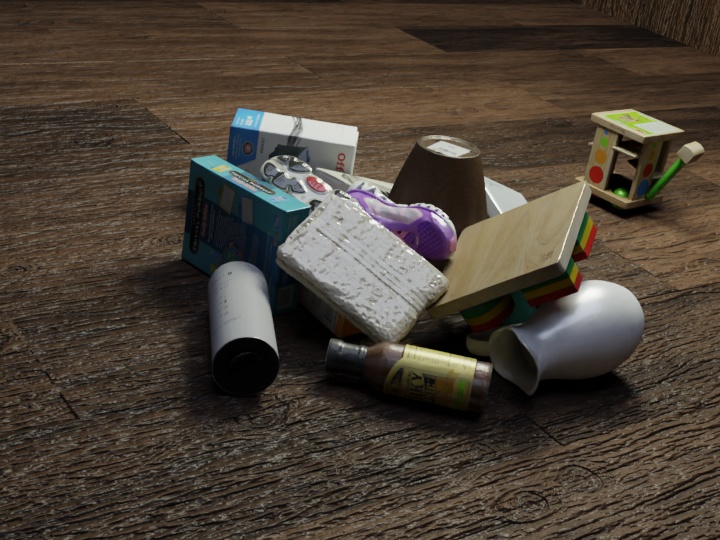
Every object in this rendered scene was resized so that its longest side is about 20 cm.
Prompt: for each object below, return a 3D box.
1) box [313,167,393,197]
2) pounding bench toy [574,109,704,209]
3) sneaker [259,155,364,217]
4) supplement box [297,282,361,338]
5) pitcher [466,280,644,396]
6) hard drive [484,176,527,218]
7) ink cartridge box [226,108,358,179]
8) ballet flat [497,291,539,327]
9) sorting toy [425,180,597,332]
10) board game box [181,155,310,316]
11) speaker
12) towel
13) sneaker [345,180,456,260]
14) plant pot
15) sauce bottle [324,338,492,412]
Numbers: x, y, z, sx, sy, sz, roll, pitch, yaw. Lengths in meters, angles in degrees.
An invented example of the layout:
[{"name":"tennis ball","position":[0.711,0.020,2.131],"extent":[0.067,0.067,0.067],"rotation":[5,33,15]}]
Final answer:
[{"name":"box","position":[0.011,-0.103,1.715],"extent":[0.082,0.069,0.199],"rotation":[29,15,37]},{"name":"pounding bench toy","position":[0.515,-0.184,2.021],"extent":[0.123,0.157,0.199],"rotation":[-12,32,-40]},{"name":"sneaker","position":[-0.059,-0.075,1.508],"extent":[0.080,0.084,0.200],"rotation":[-32,63,-27]},{"name":"supplement box","position":[-0.029,0.007,1.526],"extent":[0.125,0.074,0.200],"rotation":[-9,32,-35]},{"name":"pitcher","position":[0.252,0.081,1.441],"extent":[0.198,0.122,0.171],"rotation":[-19,20,-27]},{"name":"hard drive","position":[0.249,-0.053,1.672],"extent":[0.131,0.027,0.201],"rotation":[18,35,-47]},{"name":"ink cartridge box","position":[-0.112,-0.163,1.765],"extent":[0.198,0.148,0.086],"rotation":[9,26,-1]},{"name":"ballet flat","position":[0.247,0.049,1.554],"extent":[0.198,0.070,0.070],"rotation":[2,25,2]},{"name":"sorting toy","position":[0.207,-0.008,1.447],"extent":[0.198,0.070,0.200],"rotation":[-22,23,34]},{"name":"board game box","position":[-0.160,-0.051,1.508],"extent":[0.199,0.152,0.047],"rotation":[30,31,36]},{"name":"speaker","position":[-0.146,0.067,1.352],"extent":[0.080,0.082,0.200],"rotation":[4,25,-12]},{"name":"towel","position":[0.000,0.000,1.409],"extent":[0.200,0.035,0.133],"rotation":[39,62,10]},{"name":"sneaker","position":[0.037,-0.056,1.518],"extent":[0.199,0.081,0.088],"rotation":[23,32,31]},{"name":"plant pot","position":[0.112,-0.088,1.626],"extent":[0.185,0.202,0.187],"rotation":[8,25,-4]},{"name":"sauce bottle","position":[0.057,0.122,1.331],"extent":[0.198,0.065,0.065],"rotation":[10,25,7]}]
